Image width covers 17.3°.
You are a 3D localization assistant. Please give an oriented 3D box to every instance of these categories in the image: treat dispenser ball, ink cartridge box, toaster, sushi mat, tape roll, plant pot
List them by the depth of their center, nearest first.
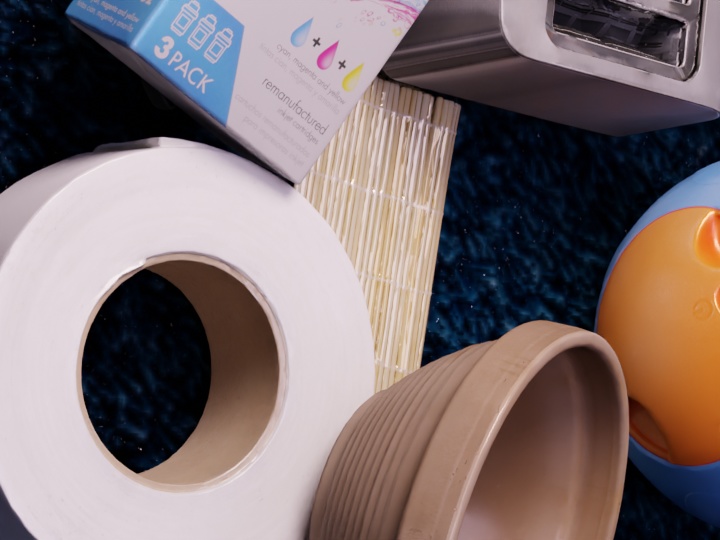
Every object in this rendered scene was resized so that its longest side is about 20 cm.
[{"bbox_3d":[-0.022,-0.156,1.051,0.115,0.068,0.200,38,85,-38],"label":"ink cartridge box"},{"bbox_3d":[-0.094,0.044,1.061,0.202,0.071,0.203,1,89,-32],"label":"tape roll"},{"bbox_3d":[0.040,0.114,1.068,0.201,0.092,0.202,-39,136,-51],"label":"plant pot"},{"bbox_3d":[0.000,0.000,1.173,0.095,0.012,0.201,13,81,-35],"label":"sushi mat"},{"bbox_3d":[0.097,-0.175,1.184,0.199,0.118,0.182,11,81,-35],"label":"toaster"},{"bbox_3d":[0.219,0.038,1.216,0.200,0.201,0.202,1,88,-36],"label":"treat dispenser ball"}]

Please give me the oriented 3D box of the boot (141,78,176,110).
[{"bbox_3d":[-0.072,-0.196,1.097,0.200,0.069,0.174,-48,116,-16],"label":"boot"}]
